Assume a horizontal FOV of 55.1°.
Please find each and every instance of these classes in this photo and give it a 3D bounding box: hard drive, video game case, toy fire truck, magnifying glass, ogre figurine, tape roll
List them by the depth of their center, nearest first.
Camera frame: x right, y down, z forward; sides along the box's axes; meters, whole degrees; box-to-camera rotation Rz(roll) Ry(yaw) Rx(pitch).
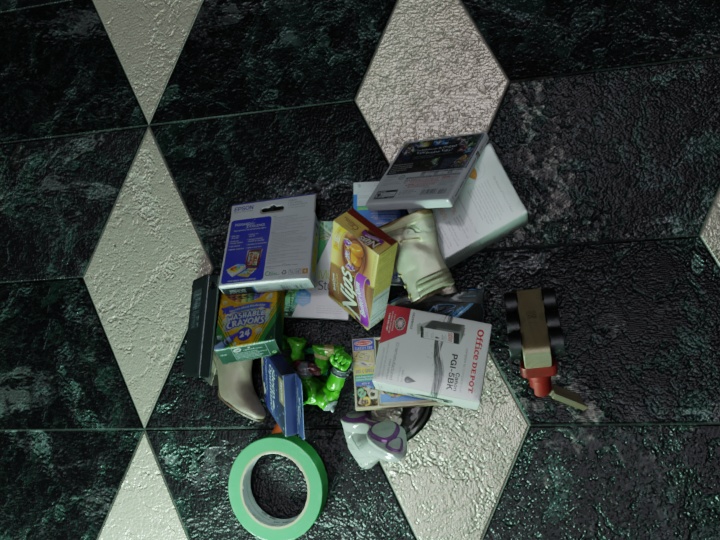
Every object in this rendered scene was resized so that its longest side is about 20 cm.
[{"bbox_3d":[0.338,0.155,1.261,0.126,0.177,0.203,-7,123,12],"label":"toy fire truck"},{"bbox_3d":[0.125,-0.186,1.305,0.197,0.023,0.183,1,49,43],"label":"video game case"},{"bbox_3d":[-0.099,0.201,1.349,0.196,0.098,0.123,7,95,21],"label":"ogre figurine"},{"bbox_3d":[-0.164,0.430,1.375,0.196,0.048,0.206,0,89,14],"label":"tape roll"},{"bbox_3d":[-0.128,0.254,1.414,0.078,0.022,0.203,27,88,15],"label":"magnifying glass"},{"bbox_3d":[-0.328,0.117,1.421,0.032,0.139,0.205,8,80,-25],"label":"hard drive"}]

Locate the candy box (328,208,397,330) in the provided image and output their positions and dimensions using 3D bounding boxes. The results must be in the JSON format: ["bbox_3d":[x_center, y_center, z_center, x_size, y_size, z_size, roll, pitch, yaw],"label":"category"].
[{"bbox_3d":[0.000,0.000,1.275,0.116,0.203,0.056,38,52,26],"label":"candy box"}]

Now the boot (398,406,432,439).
[{"bbox_3d":[0.076,0.219,1.347,0.173,0.069,0.201,37,82,16],"label":"boot"}]

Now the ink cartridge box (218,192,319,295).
[{"bbox_3d":[-0.181,-0.053,1.407,0.193,0.047,0.204,-6,56,15],"label":"ink cartridge box"}]

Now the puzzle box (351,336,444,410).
[{"bbox_3d":[0.083,0.190,1.306,0.195,0.025,0.136,-6,72,5],"label":"puzzle box"}]

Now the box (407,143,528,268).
[{"bbox_3d":[0.203,-0.117,1.333,0.197,0.106,0.155,-28,76,9],"label":"box"}]

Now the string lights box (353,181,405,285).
[{"bbox_3d":[0.037,-0.074,1.393,0.100,0.059,0.205,0,83,14],"label":"string lights box"}]

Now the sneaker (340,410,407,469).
[{"bbox_3d":[0.032,0.330,1.296,0.073,0.199,0.102,-12,99,-25],"label":"sneaker"}]

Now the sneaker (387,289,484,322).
[{"bbox_3d":[0.142,0.084,1.333,0.195,0.073,0.084,-4,83,7],"label":"sneaker"}]

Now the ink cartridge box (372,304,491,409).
[{"bbox_3d":[0.132,0.156,1.253,0.195,0.083,0.150,9,73,9],"label":"ink cartridge box"}]

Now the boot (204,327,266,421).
[{"bbox_3d":[-0.245,0.193,1.414,0.198,0.070,0.149,30,103,25],"label":"boot"}]

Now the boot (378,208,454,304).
[{"bbox_3d":[0.072,-0.010,1.293,0.197,0.072,0.158,-23,83,33],"label":"boot"}]

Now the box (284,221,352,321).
[{"bbox_3d":[-0.081,-0.001,1.425,0.141,0.036,0.205,1,81,14],"label":"box"}]

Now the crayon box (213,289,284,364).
[{"bbox_3d":[-0.218,0.082,1.384,0.123,0.052,0.203,-11,46,8],"label":"crayon box"}]

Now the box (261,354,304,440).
[{"bbox_3d":[-0.152,0.231,1.325,0.032,0.199,0.124,-7,106,-22],"label":"box"}]
